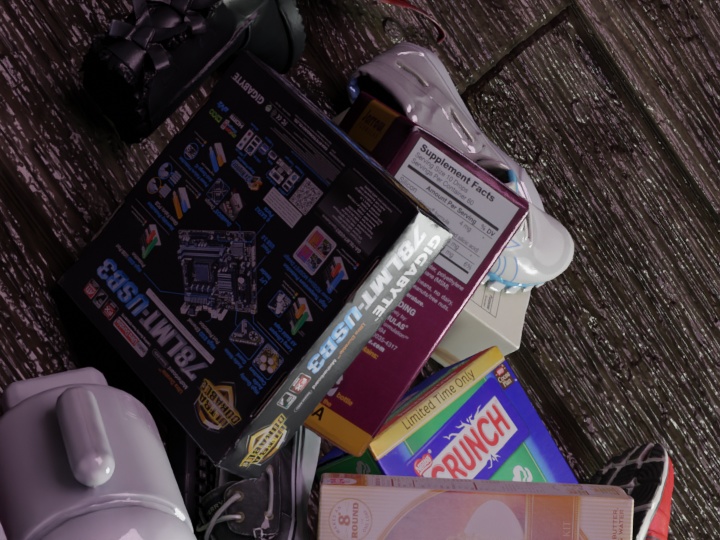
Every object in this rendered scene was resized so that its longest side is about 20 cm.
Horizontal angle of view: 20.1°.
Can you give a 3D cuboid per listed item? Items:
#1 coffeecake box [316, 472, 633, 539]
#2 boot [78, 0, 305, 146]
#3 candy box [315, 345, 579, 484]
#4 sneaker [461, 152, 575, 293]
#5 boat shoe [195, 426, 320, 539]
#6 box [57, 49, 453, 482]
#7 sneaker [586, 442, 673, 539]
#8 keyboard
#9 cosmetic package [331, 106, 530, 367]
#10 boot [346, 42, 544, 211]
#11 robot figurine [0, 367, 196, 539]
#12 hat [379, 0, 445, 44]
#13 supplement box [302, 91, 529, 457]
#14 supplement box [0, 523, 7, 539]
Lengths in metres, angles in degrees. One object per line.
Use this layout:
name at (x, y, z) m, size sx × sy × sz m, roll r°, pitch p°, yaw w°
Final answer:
coffeecake box at (0.069, 0.213, 1.300) m, size 0.198 × 0.073 × 0.155 m, roll 2°, pitch 90°, yaw 0°
boot at (-0.115, -0.152, 1.425) m, size 0.073 × 0.199 × 0.163 m, roll 36°, pitch 71°, yaw 14°
candy box at (0.082, 0.180, 1.463) m, size 0.169 × 0.077 × 0.201 m, roll -34°, pitch 93°, yaw -45°
sneaker at (0.095, -0.041, 1.478) m, size 0.199 × 0.086 × 0.076 m, roll 17°, pitch 56°, yaw -39°
boat shoe at (-0.075, 0.162, 1.314) m, size 0.071 × 0.072 × 0.201 m, roll 32°, pitch 38°, yaw -26°
box at (-0.070, -0.007, 1.270) m, size 0.200 × 0.199 × 0.050 m, roll 43°, pitch 9°, yaw 38°
sneaker at (0.210, 0.231, 1.577) m, size 0.085 × 0.077 × 0.201 m, roll 40°, pitch 53°, yaw -37°
keyboard at (-0.111, 0.143, 1.341) m, size 0.126 × 0.021 × 0.202 m, roll 20°, pitch 56°, yaw -36°
cosmetic package at (0.034, -0.019, 1.523) m, size 0.200 × 0.071 × 0.106 m, roll 37°, pitch 48°, yaw -25°
boot at (0.061, -0.081, 1.579) m, size 0.201 × 0.073 × 0.095 m, roll 54°, pitch 35°, yaw 4°
robot figurine at (-0.159, 0.147, 1.192) m, size 0.112 × 0.170 × 0.201 m, roll -13°, pitch 46°, yaw -13°
hat at (0.017, -0.220, 1.545) m, size 0.176 × 0.165 × 0.200 m, roll 53°, pitch 49°, yaw -14°
supplement box at (0.000, 0.000, 1.342) m, size 0.103 × 0.131 × 0.201 m, roll 34°, pitch 92°, yaw -21°
supplement box at (-0.274, 0.136, 1.128) m, size 0.103 × 0.101 × 0.201 m, roll -17°, pitch 82°, yaw -46°
